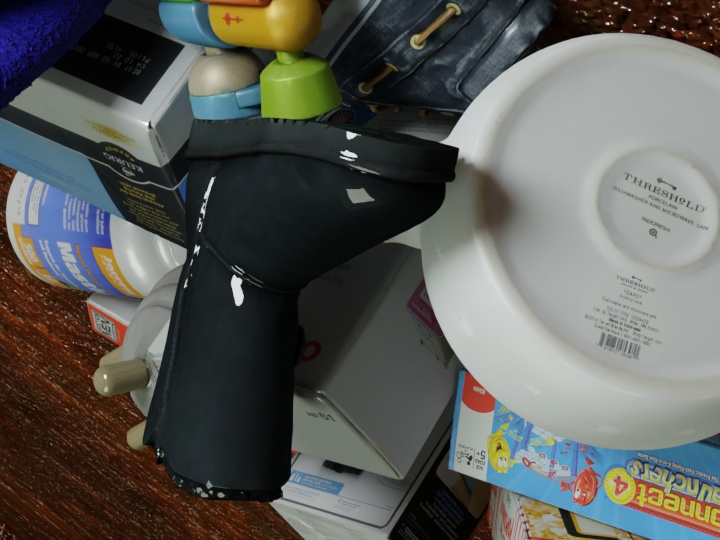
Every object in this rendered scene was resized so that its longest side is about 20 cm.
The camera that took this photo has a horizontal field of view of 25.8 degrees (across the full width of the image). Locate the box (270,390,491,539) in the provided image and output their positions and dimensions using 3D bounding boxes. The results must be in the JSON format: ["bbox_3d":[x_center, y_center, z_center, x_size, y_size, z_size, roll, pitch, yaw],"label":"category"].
[{"bbox_3d":[0.044,0.087,0.969,0.116,0.200,0.060,8,145,49],"label":"box"}]

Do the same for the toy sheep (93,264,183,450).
[{"bbox_3d":[-0.083,0.052,0.964,0.137,0.200,0.139,13,111,37],"label":"toy sheep"}]

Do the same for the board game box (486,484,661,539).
[{"bbox_3d":[0.172,0.143,0.813,0.199,0.047,0.152,7,-170,-1],"label":"board game box"}]

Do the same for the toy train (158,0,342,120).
[{"bbox_3d":[-0.033,-0.119,0.702,0.200,0.084,0.116,18,125,56],"label":"toy train"}]

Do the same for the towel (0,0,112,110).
[{"bbox_3d":[-0.183,-0.159,0.784,0.147,0.200,0.050,19,144,27],"label":"towel"}]

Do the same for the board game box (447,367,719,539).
[{"bbox_3d":[0.182,0.089,0.826,0.195,0.056,0.200,15,-167,38],"label":"board game box"}]

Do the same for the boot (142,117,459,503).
[{"bbox_3d":[-0.031,0.020,0.687,0.076,0.169,0.200,6,-179,-30],"label":"boot"}]

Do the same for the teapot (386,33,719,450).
[{"bbox_3d":[0.116,0.000,0.724,0.201,0.197,0.146,62,162,14],"label":"teapot"}]

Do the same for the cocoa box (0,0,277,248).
[{"bbox_3d":[-0.145,-0.123,0.887,0.199,0.134,0.131,24,157,22],"label":"cocoa box"}]

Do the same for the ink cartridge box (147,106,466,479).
[{"bbox_3d":[0.000,0.000,0.853,0.144,0.200,0.085,8,147,46],"label":"ink cartridge box"}]

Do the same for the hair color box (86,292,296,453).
[{"bbox_3d":[-0.098,0.046,1.205,0.199,0.102,0.061,31,158,8],"label":"hair color box"}]

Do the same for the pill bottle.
[{"bbox_3d":[-0.148,-0.035,1.092,0.199,0.112,0.112,7,146,45],"label":"pill bottle"}]

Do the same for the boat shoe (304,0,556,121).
[{"bbox_3d":[0.020,-0.103,0.787,0.091,0.071,0.200,39,155,-3],"label":"boat shoe"}]
